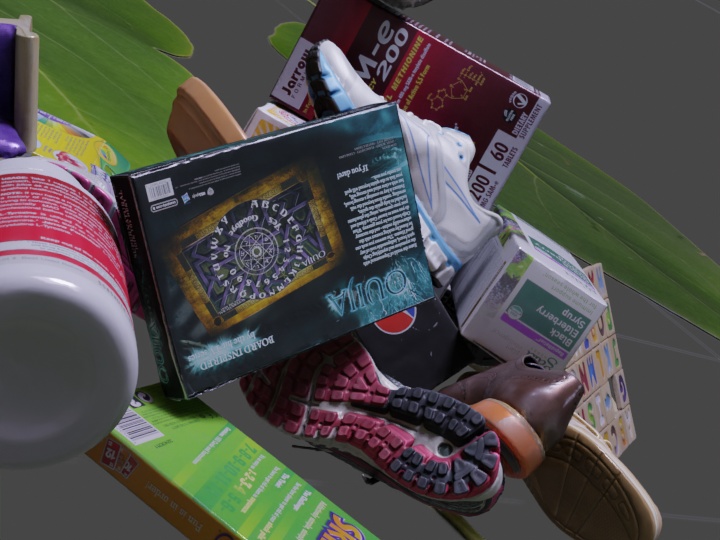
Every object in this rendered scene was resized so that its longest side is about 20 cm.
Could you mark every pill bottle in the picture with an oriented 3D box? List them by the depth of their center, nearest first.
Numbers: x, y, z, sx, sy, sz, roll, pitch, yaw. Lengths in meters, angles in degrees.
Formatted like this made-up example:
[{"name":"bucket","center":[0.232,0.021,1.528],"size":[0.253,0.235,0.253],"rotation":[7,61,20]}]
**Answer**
[{"name":"pill bottle","center":[-0.185,0.012,0.721],"size":[0.112,0.112,0.200],"rotation":[22,18,-23]}]

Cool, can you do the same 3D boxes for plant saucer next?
[{"name":"plant saucer","center":[-0.080,-0.040,0.918],"size":[0.200,0.037,0.200],"rotation":[56,-8,13]}]

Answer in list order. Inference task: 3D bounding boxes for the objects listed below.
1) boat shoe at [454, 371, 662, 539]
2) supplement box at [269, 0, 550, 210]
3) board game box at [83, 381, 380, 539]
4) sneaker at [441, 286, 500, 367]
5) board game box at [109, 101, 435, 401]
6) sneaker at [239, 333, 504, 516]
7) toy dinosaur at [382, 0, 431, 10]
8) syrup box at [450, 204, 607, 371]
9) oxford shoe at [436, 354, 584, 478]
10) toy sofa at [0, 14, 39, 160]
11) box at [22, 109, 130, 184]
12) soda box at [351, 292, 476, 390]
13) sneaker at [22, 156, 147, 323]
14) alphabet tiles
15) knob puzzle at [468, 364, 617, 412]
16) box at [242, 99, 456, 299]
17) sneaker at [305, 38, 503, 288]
[{"name":"boat shoe","center":[0.155,0.138,0.981],"size":[0.069,0.074,0.200],"rotation":[2,30,-46]},{"name":"supplement box","center":[0.041,-0.140,1.057],"size":[0.200,0.109,0.061],"rotation":[29,14,0]},{"name":"board game box","center":[-0.061,0.131,0.725],"size":[0.200,0.030,0.096],"rotation":[32,17,20]},{"name":"sneaker","center":[0.066,0.013,1.192],"size":[0.200,0.074,0.079],"rotation":[38,26,17]},{"name":"board game box","center":[-0.046,-0.017,0.802],"size":[0.200,0.135,0.028],"rotation":[-20,14,-36]},{"name":"sneaker","center":[0.003,0.102,0.857],"size":[0.200,0.081,0.075],"rotation":[30,-19,27]},{"name":"toy dinosaur","center":[0.026,-0.244,1.060],"size":[0.102,0.077,0.200],"rotation":[43,10,8]},{"name":"syrup box","center":[0.125,0.016,1.019],"size":[0.079,0.081,0.200],"rotation":[33,9,-5]},{"name":"oxford shoe","center":[0.101,0.099,0.915],"size":[0.071,0.073,0.200],"rotation":[52,-12,-8]},{"name":"toy sofa","center":[-0.312,-0.124,0.852],"size":[0.200,0.083,0.098],"rotation":[2,22,-13]},{"name":"box","center":[-0.278,-0.100,1.015],"size":[0.200,0.048,0.117],"rotation":[23,17,-11]},{"name":"soda box","center":[0.000,0.000,0.969],"size":[0.200,0.071,0.063],"rotation":[58,-9,-2]},{"name":"sneaker","center":[-0.162,-0.013,0.912],"size":[0.200,0.081,0.088],"rotation":[33,12,-9]},{"name":"alphabet tiles","center":[0.200,0.084,1.125],"size":[0.008,0.167,0.200],"rotation":[-11,2,22]},{"name":"knob puzzle","center":[0.170,0.087,1.237],"size":[0.220,0.030,0.220],"rotation":[27,16,-9]},{"name":"box","center":[-0.012,-0.047,1.066],"size":[0.200,0.101,0.112],"rotation":[30,15,1]},{"name":"sneaker","center":[0.034,-0.091,0.974],"size":[0.200,0.087,0.075],"rotation":[57,-8,-6]}]
